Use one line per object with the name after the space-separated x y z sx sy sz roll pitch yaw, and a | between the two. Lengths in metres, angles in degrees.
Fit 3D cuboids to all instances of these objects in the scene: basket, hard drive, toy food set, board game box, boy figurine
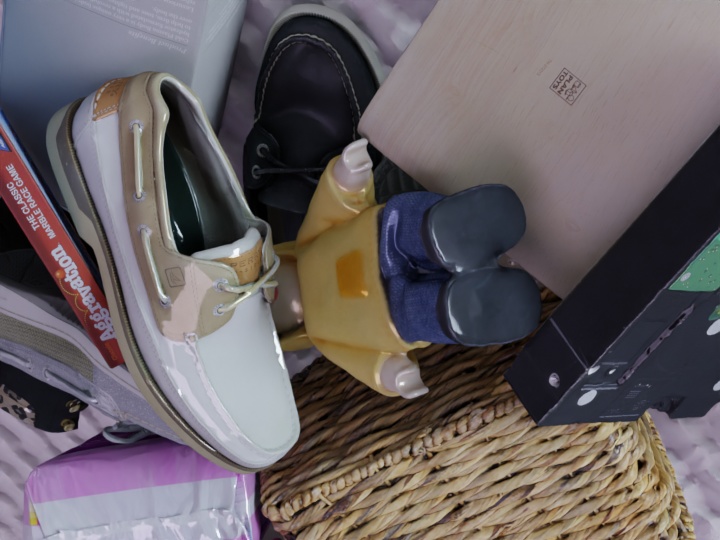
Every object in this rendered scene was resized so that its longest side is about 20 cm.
0.061 0.105 0.862 0.200 0.143 0.149 -27 118 12 | basket
0.169 -0.008 0.689 0.140 0.038 0.200 2 136 -45 | hard drive
0.104 -0.090 0.701 0.143 0.060 0.200 40 123 8 | toy food set
-0.170 -0.053 0.745 0.019 0.103 0.200 -30 121 -5 | board game box
0.000 0.000 0.748 0.200 0.064 0.125 -6 95 53 | boy figurine

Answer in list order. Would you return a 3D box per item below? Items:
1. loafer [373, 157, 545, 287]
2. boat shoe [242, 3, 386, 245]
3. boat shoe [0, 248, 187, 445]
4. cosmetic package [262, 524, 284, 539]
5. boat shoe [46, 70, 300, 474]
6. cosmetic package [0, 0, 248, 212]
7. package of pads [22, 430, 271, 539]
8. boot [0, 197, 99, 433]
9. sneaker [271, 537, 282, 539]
0.105 -0.030 0.793 0.200 0.075 0.070 6 163 18 | loafer
-0.029 -0.045 0.824 0.074 0.066 0.200 16 136 7 | boat shoe
-0.136 0.049 0.833 0.202 0.074 0.065 24 118 33 | boat shoe
-0.083 0.222 1.007 0.087 0.200 0.103 10 133 15 | cosmetic package
-0.077 0.003 0.730 0.068 0.075 0.200 -22 100 37 | boat shoe
-0.118 -0.120 0.779 0.107 0.090 0.200 23 139 2 | cosmetic package
-0.112 0.128 0.879 0.120 0.200 0.076 -6 90 1 | package of pads
-0.154 0.052 0.967 0.203 0.074 0.154 28 138 4 | boot
-0.048 0.222 0.886 0.081 0.088 0.200 52 174 33 | sneaker
